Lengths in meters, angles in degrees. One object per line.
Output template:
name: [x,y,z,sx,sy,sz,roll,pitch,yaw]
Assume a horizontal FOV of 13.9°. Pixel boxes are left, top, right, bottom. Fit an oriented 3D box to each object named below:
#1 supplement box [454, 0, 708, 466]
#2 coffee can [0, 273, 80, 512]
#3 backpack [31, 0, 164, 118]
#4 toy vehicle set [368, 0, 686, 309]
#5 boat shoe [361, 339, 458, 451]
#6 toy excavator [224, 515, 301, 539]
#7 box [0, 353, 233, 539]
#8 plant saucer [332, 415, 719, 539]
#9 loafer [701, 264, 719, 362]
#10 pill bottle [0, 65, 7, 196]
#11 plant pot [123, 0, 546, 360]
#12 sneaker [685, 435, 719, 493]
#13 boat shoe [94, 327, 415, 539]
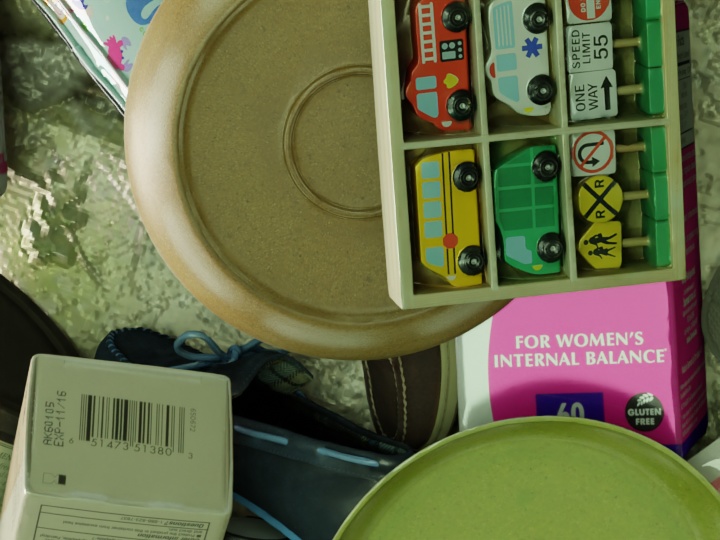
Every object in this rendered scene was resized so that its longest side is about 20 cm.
supplement box: [0.096,-0.018,1.318,0.100,0.103,0.202,-3,94,14]
coffee can: [-0.242,0.096,1.403,0.146,0.146,0.200,43,105,7]
backpack: [-0.052,-0.159,1.321,0.200,0.150,0.178,-41,72,7]
toy vehicle set: [0.067,-0.090,1.208,0.123,0.027,0.202,-7,103,-11]
boat shoe: [0.000,0.000,1.329,0.072,0.072,0.201,-17,127,-18]
toy excavator: [0.043,0.183,1.350,0.199,0.194,0.101,18,102,41]
box: [-0.119,0.133,1.332,0.094,0.078,0.201,8,139,-11]
plant saucer: [0.074,0.151,1.279,0.198,0.031,0.201,-2,110,-5]
loafer: [0.234,-0.024,1.298,0.200,0.063,0.072,-49,55,30]
pill bottle: [-0.229,-0.131,1.390,0.113,0.113,0.202,-2,96,16]
plant pot: [0.000,-0.056,1.242,0.198,0.027,0.202,-1,103,-3]
sneaker: [0.201,0.109,1.317,0.200,0.075,0.105,-36,81,12]
boat shoe: [-0.041,0.065,1.364,0.199,0.084,0.069,27,118,30]
